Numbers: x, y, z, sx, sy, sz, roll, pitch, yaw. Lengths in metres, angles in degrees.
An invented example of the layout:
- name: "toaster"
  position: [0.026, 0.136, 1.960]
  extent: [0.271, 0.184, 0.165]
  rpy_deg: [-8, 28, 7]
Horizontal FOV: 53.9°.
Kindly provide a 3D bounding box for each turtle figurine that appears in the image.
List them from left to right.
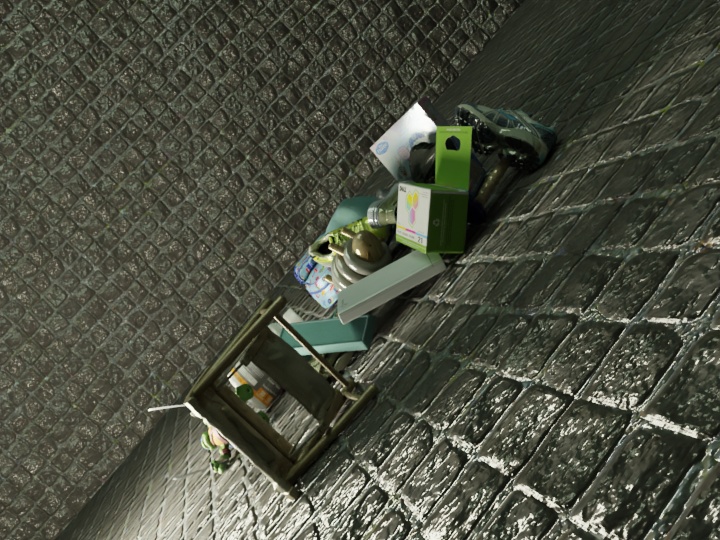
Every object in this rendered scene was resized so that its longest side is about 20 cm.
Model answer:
- name: "turtle figurine"
  position: [-0.291, 0.321, 1.416]
  extent: [0.193, 0.198, 0.146]
  rpy_deg: [-37, 47, 28]

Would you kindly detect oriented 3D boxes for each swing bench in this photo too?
- name: "swing bench"
  position: [-0.118, 0.179, 1.018]
  extent: [0.201, 0.199, 0.129]
  rpy_deg: [-48, 9, -15]

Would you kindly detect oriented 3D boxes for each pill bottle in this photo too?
- name: "pill bottle"
  position: [-0.184, 0.188, 1.527]
  extent: [0.201, 0.116, 0.116]
  rpy_deg: [-49, 9, -5]

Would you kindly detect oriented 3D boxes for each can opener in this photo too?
- name: "can opener"
  position: [0.077, -0.177, 1.547]
  extent: [0.200, 0.065, 0.055]
  rpy_deg: [-56, -15, -74]

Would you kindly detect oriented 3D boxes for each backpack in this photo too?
- name: "backpack"
  position: [-0.068, -0.003, 1.745]
  extent: [0.183, 0.134, 0.200]
  rpy_deg: [-48, 12, -1]

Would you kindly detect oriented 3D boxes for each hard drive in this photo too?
- name: "hard drive"
  position: [0.051, 0.019, 1.239]
  extent: [0.197, 0.027, 0.132]
  rpy_deg: [-29, 14, 6]

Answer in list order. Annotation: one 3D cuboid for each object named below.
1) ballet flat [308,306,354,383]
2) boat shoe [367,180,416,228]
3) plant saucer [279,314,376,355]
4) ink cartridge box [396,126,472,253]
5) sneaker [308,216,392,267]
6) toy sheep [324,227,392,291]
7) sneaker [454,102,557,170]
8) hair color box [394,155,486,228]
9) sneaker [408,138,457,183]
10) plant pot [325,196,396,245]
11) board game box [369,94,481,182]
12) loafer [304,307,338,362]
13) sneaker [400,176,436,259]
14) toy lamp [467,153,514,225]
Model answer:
- name: "ballet flat"
  position: [-0.033, 0.132, 1.279]
  extent: [0.074, 0.068, 0.202]
  rpy_deg: [-4, 46, 44]
- name: "boat shoe"
  position: [0.082, -0.125, 1.394]
  extent: [0.061, 0.074, 0.200]
  rpy_deg: [4, 25, 28]
- name: "plant saucer"
  position: [-0.066, 0.115, 1.260]
  extent: [0.196, 0.019, 0.071]
  rpy_deg: [-8, 48, 27]
- name: "ink cartridge box"
  position: [0.122, -0.142, 1.202]
  extent: [0.148, 0.074, 0.206]
  rpy_deg: [-149, 59, -70]
- name: "sneaker"
  position: [-0.021, -0.060, 1.458]
  extent: [0.198, 0.077, 0.076]
  rpy_deg: [-29, -16, 26]
- name: "toy sheep"
  position: [0.000, 0.000, 1.396]
  extent: [0.139, 0.136, 0.202]
  rpy_deg: [-53, -18, -37]
- name: "sneaker"
  position: [0.250, -0.242, 1.227]
  extent: [0.086, 0.199, 0.079]
  rpy_deg: [-38, -35, -25]
- name: "hair color box"
  position: [0.166, -0.147, 1.477]
  extent: [0.199, 0.060, 0.101]
  rpy_deg: [-39, 12, 44]
- name: "sneaker"
  position: [0.142, -0.237, 1.501]
  extent: [0.075, 0.092, 0.200]
  rpy_deg: [-22, -10, -20]
- name: "plant pot"
  position: [-0.001, -0.085, 1.584]
  extent: [0.203, 0.133, 0.200]
  rpy_deg: [-60, -4, -7]
- name: "board game box"
  position: [0.144, -0.259, 1.603]
  extent: [0.043, 0.200, 0.199]
  rpy_deg: [-47, 8, -38]
- name: "loafer"
  position: [-0.075, 0.152, 1.388]
  extent: [0.200, 0.072, 0.063]
  rpy_deg: [-43, -12, -15]
- name: "sneaker"
  position: [0.103, -0.076, 1.332]
  extent: [0.200, 0.106, 0.075]
  rpy_deg: [-46, 9, 7]
- name: "toy lamp"
  position: [0.240, -0.168, 1.246]
  extent: [0.201, 0.058, 0.058]
  rpy_deg: [-52, 11, -25]
